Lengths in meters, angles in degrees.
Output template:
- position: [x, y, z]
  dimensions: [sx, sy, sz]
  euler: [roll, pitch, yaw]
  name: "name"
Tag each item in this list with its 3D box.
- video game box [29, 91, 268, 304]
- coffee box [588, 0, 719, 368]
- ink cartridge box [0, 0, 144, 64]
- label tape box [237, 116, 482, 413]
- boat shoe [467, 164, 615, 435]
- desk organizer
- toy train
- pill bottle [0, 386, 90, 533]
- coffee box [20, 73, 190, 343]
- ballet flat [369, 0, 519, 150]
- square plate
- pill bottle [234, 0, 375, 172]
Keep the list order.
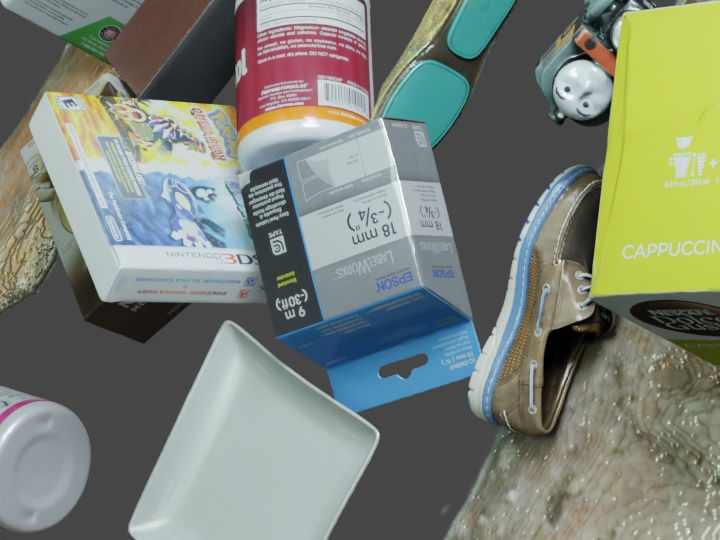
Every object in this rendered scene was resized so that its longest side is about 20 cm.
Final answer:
- position: [-0.152, -0.058, 1.799]
  dimensions: [0.047, 0.182, 0.200]
  euler: [-56, 46, 35]
  name: "video game box"
- position: [0.288, -0.051, 1.439]
  dimensions: [0.200, 0.198, 0.200]
  euler: [-3, 72, 38]
  name: "coffee box"
- position: [-0.213, -0.297, 1.963]
  dimensions: [0.200, 0.147, 0.083]
  euler: [-42, 51, 17]
  name: "ink cartridge box"
- position: [0.000, 0.000, 1.698]
  dimensions: [0.144, 0.063, 0.200]
  euler: [-20, 79, 32]
  name: "label tape box"
- position: [0.148, 0.025, 1.612]
  dimensions: [0.072, 0.072, 0.200]
  euler: [23, 98, 36]
  name: "boat shoe"
- position: [-0.126, -0.230, 1.919]
  dimensions: [0.200, 0.072, 0.077]
  euler: [-51, 48, 11]
  name: "desk organizer"
- position: [0.176, -0.156, 1.589]
  dimensions: [0.085, 0.200, 0.114]
  euler: [39, 103, -4]
  name: "toy train"
- position: [-0.336, 0.150, 1.910]
  dimensions: [0.200, 0.113, 0.114]
  euler: [12, 81, 41]
  name: "pill bottle"
- position: [-0.202, -0.053, 1.903]
  dimensions: [0.113, 0.080, 0.200]
  euler: [-40, 53, 19]
  name: "coffee box"
- position: [0.063, -0.169, 1.757]
  dimensions: [0.071, 0.071, 0.200]
  euler: [36, 97, 41]
  name: "ballet flat"
- position: [-0.082, 0.169, 1.746]
  dimensions: [0.200, 0.028, 0.198]
  euler: [34, 102, 41]
  name: "square plate"
- position: [-0.046, -0.174, 1.806]
  dimensions: [0.113, 0.113, 0.200]
  euler: [-18, 62, 32]
  name: "pill bottle"
